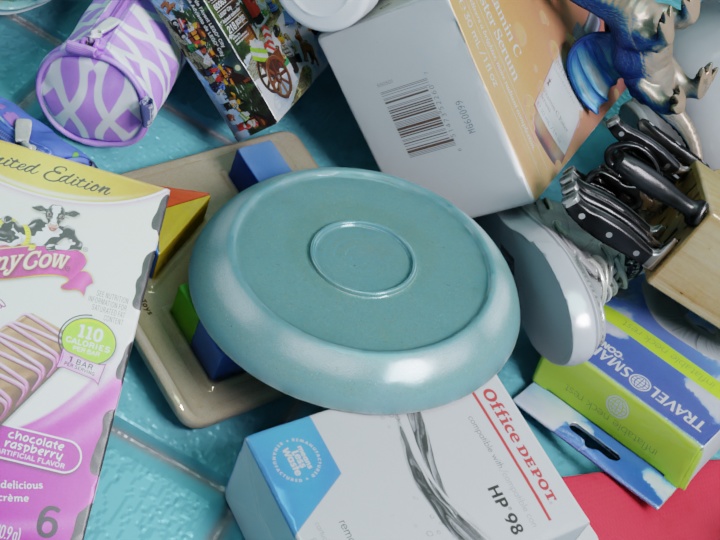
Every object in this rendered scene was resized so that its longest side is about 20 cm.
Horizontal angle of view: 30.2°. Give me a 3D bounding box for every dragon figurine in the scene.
[{"bbox_3d":[0.182,-0.142,0.906,0.099,0.200,0.059,14,48,44],"label":"dragon figurine"}]

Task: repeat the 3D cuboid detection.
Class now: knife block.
[{"bbox_3d":[0.221,-0.010,0.839,0.175,0.064,0.200,-4,50,-49],"label":"knife block"}]

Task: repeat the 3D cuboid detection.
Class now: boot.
[{"bbox_3d":[0.145,-0.004,0.862,0.095,0.074,0.200,-6,26,-8],"label":"boot"}]

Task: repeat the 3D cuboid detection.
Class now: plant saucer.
[{"bbox_3d":[0.000,0.000,0.782,0.199,0.027,0.201,8,42,-7],"label":"plant saucer"}]

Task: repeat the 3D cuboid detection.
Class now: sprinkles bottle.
[{"bbox_3d":[0.011,-0.222,0.890,0.068,0.068,0.200,33,36,4],"label":"sprinkles bottle"}]

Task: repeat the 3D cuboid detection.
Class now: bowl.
[{"bbox_3d":[0.251,-0.093,0.992,0.090,0.201,0.202,-19,56,0],"label":"bowl"}]

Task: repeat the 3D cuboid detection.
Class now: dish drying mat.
[{"bbox_3d":[0.183,0.159,0.829,0.199,0.018,0.077,-1,51,-28],"label":"dish drying mat"}]

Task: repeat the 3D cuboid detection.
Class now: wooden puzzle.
[{"bbox_3d":[-0.068,-0.010,0.832,0.199,0.046,0.185,-16,60,-36],"label":"wooden puzzle"}]

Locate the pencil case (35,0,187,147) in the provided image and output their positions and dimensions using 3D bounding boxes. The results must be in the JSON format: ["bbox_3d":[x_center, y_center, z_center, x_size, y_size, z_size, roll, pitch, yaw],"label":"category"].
[{"bbox_3d":[-0.152,-0.168,0.901,0.084,0.086,0.200,3,42,12],"label":"pencil case"}]

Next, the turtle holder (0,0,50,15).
[{"bbox_3d":[-0.223,-0.240,0.870,0.132,0.185,0.141,-51,123,-23],"label":"turtle holder"}]

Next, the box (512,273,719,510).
[{"bbox_3d":[0.207,0.062,0.890,0.122,0.048,0.200,36,43,23],"label":"box"}]

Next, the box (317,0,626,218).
[{"bbox_3d":[0.087,-0.146,0.933,0.200,0.106,0.153,-47,117,-47],"label":"box"}]

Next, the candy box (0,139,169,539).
[{"bbox_3d":[-0.185,0.039,0.668,0.136,0.061,0.201,15,70,-14],"label":"candy box"}]

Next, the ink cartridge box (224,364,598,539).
[{"bbox_3d":[0.041,0.125,0.738,0.199,0.067,0.116,-16,59,-28],"label":"ink cartridge box"}]

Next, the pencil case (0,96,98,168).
[{"bbox_3d":[-0.244,-0.086,0.778,0.200,0.087,0.078,39,50,14],"label":"pencil case"}]

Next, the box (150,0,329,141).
[{"bbox_3d":[-0.070,-0.195,0.933,0.137,0.038,0.200,59,32,-19],"label":"box"}]
